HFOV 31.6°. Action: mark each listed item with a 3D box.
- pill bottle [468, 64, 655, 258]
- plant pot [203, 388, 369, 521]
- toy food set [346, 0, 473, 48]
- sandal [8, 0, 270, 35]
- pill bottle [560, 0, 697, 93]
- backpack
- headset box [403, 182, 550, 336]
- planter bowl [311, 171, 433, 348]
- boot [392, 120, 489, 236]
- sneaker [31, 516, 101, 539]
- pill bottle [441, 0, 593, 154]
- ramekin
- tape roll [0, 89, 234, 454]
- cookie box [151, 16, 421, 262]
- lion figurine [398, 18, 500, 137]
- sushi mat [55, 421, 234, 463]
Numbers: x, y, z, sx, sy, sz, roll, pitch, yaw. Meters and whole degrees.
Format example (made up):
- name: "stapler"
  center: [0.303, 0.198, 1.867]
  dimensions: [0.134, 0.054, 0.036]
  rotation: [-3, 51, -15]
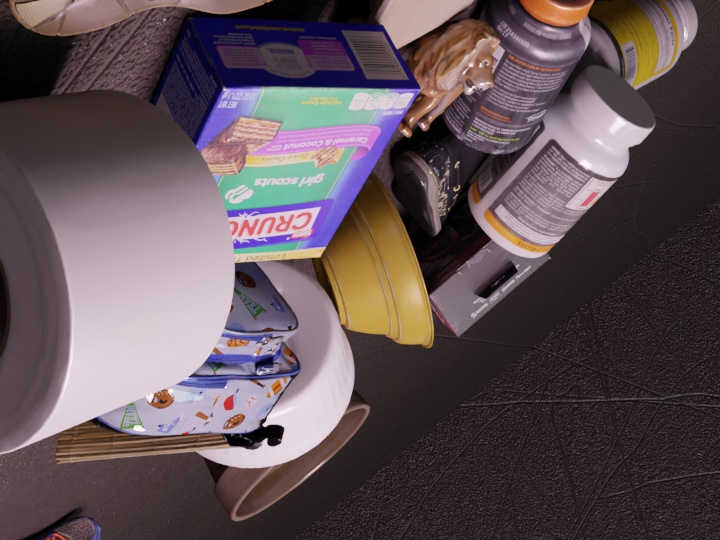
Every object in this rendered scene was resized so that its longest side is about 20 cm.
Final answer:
- name: "pill bottle"
  center: [0.215, -0.116, 1.365]
  dimensions: [0.116, 0.116, 0.200]
  rotation: [-20, 157, -53]
- name: "plant pot"
  center: [-0.119, 0.156, 1.450]
  dimensions: [0.200, 0.174, 0.200]
  rotation: [-39, 165, -13]
- name: "toy food set"
  center: [0.046, -0.243, 1.006]
  dimensions: [0.143, 0.060, 0.200]
  rotation: [-33, 171, -30]
- name: "sandal"
  center: [-0.116, -0.191, 0.753]
  dimensions: [0.199, 0.054, 0.080]
  rotation: [-17, 150, -24]
- name: "pill bottle"
  center: [0.297, -0.259, 1.448]
  dimensions: [0.200, 0.111, 0.111]
  rotation: [-29, 160, -38]
- name: "backpack"
  center: [-0.160, 0.053, 1.067]
  dimensions: [0.190, 0.200, 0.154]
  rotation: [-9, 135, -47]
- name: "headset box"
  center: [0.122, -0.018, 1.535]
  dimensions: [0.149, 0.075, 0.200]
  rotation: [-40, -151, -6]
- name: "planter bowl"
  center: [0.000, 0.000, 1.327]
  dimensions: [0.083, 0.201, 0.201]
  rotation: [-19, 160, -10]
- name: "boot"
  center: [0.112, -0.125, 1.443]
  dimensions: [0.154, 0.073, 0.204]
  rotation: [-43, 166, -7]
- name: "sneaker"
  center: [-0.397, 0.361, 1.532]
  dimensions: [0.200, 0.075, 0.079]
  rotation: [-34, 160, -32]
- name: "pill bottle"
  center: [0.157, -0.213, 1.241]
  dimensions: [0.106, 0.106, 0.200]
  rotation: [-31, 162, -33]
- name: "ramekin"
  center: [-0.107, 0.083, 1.252]
  dimensions: [0.200, 0.200, 0.098]
  rotation: [-37, 157, -18]
- name: "tape roll"
  center: [-0.196, -0.004, 0.774]
  dimensions: [0.139, 0.203, 0.203]
  rotation: [-21, 155, -53]
- name: "cookie box"
  center: [-0.076, -0.093, 0.971]
  dimensions: [0.171, 0.075, 0.200]
  rotation: [-5, 145, -33]
- name: "lion figurine"
  center: [0.076, -0.185, 1.171]
  dimensions: [0.122, 0.072, 0.200]
  rotation: [-44, -173, 14]
- name: "sushi mat"
  center: [-0.185, 0.125, 1.169]
  dimensions: [0.199, 0.096, 0.012]
  rotation: [-7, 148, 13]
